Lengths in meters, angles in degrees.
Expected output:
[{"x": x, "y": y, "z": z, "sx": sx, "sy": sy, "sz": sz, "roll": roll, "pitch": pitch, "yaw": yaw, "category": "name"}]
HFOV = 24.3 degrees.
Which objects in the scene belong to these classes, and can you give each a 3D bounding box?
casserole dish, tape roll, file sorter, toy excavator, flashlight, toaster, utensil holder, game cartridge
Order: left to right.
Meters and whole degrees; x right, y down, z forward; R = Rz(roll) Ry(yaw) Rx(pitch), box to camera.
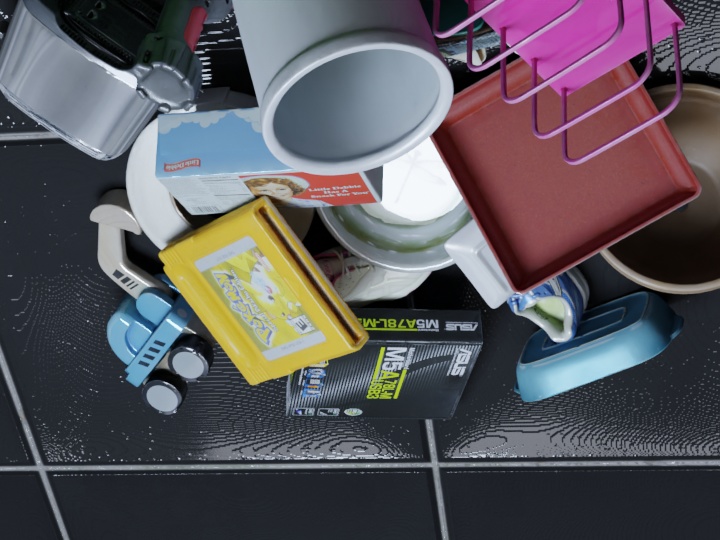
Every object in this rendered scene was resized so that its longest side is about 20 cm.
[{"x": -0.254, "y": -0.197, "z": 1.606, "sx": 0.199, "sy": 0.114, "sz": 0.129, "roll": 34, "pitch": 131, "yaw": -9, "category": "toaster"}, {"x": -0.235, "y": 0.031, "z": 1.824, "sx": 0.199, "sy": 0.100, "sz": 0.195, "roll": 34, "pitch": 126, "yaw": -9, "category": "toy excavator"}, {"x": -0.154, "y": -0.218, "z": 1.521, "sx": 0.067, "sy": 0.201, "sz": 0.068, "roll": -2, "pitch": 132, "yaw": 8, "category": "flashlight"}, {"x": -0.141, "y": -0.089, "z": 1.716, "sx": 0.201, "sy": 0.037, "sz": 0.204, "roll": 5, "pitch": 122, "yaw": 7, "category": "tape roll"}, {"x": -0.104, "y": 0.026, "z": 1.679, "sx": 0.177, "sy": 0.032, "sz": 0.199, "roll": 53, "pitch": 142, "yaw": -11, "category": "game cartridge"}, {"x": -0.025, "y": -0.215, "z": 1.474, "sx": 0.169, "sy": 0.201, "sz": 0.170, "roll": -12, "pitch": 148, "yaw": -8, "category": "utensil holder"}, {"x": 0.170, "y": -0.207, "z": 1.440, "sx": 0.138, "sy": 0.126, "sz": 0.200, "roll": -29, "pitch": 127, "yaw": 32, "category": "file sorter"}, {"x": 0.245, "y": 0.076, "z": 1.773, "sx": 0.199, "sy": 0.121, "sz": 0.039, "roll": -23, "pitch": 106, "yaw": 25, "category": "casserole dish"}]

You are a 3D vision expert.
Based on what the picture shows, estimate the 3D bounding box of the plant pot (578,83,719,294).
[{"x": 0.312, "y": -0.073, "z": 1.619, "sx": 0.199, "sy": 0.203, "sz": 0.093, "roll": 0, "pitch": 171, "yaw": 8, "category": "plant pot"}]

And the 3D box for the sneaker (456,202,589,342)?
[{"x": 0.171, "y": -0.006, "z": 1.735, "sx": 0.076, "sy": 0.077, "sz": 0.200, "roll": -33, "pitch": 118, "yaw": 32, "category": "sneaker"}]

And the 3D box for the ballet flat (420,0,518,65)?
[{"x": 0.125, "y": -0.225, "z": 1.563, "sx": 0.198, "sy": 0.075, "sz": 0.075, "roll": -7, "pitch": 129, "yaw": 16, "category": "ballet flat"}]

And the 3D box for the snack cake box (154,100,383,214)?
[{"x": -0.085, "y": -0.106, "z": 1.596, "sx": 0.198, "sy": 0.068, "sz": 0.115, "roll": -3, "pitch": 163, "yaw": 11, "category": "snack cake box"}]

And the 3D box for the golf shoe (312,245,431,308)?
[{"x": 0.000, "y": 0.000, "z": 1.741, "sx": 0.199, "sy": 0.076, "sz": 0.091, "roll": -33, "pitch": 157, "yaw": 18, "category": "golf shoe"}]

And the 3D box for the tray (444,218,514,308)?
[{"x": 0.186, "y": -0.052, "z": 1.663, "sx": 0.200, "sy": 0.022, "sz": 0.107, "roll": -40, "pitch": 125, "yaw": 1, "category": "tray"}]

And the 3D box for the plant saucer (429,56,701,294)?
[{"x": 0.188, "y": -0.107, "z": 1.578, "sx": 0.199, "sy": 0.201, "sz": 0.037, "roll": -29, "pitch": 168, "yaw": 5, "category": "plant saucer"}]

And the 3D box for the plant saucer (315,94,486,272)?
[{"x": 0.049, "y": -0.098, "z": 1.675, "sx": 0.198, "sy": 0.050, "sz": 0.202, "roll": 4, "pitch": 114, "yaw": 8, "category": "plant saucer"}]

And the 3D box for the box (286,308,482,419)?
[{"x": 0.022, "y": 0.104, "z": 1.810, "sx": 0.191, "sy": 0.048, "sz": 0.200, "roll": 3, "pitch": 151, "yaw": -7, "category": "box"}]
